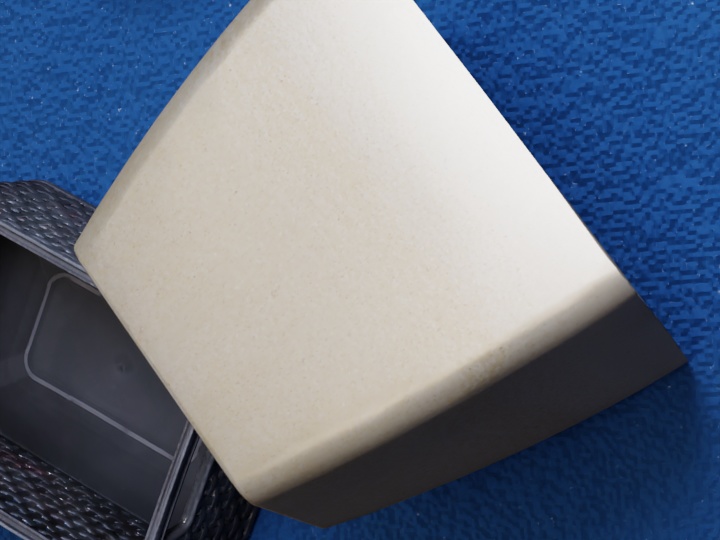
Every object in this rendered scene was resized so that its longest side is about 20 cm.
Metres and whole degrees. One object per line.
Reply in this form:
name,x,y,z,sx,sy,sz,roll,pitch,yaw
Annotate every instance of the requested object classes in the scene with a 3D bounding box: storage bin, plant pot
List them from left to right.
storage bin,-0.141,0.051,1.307,0.200,0.094,0.135,28,107,26
plant pot,0.000,0.000,1.129,0.177,0.200,0.200,-37,74,4
